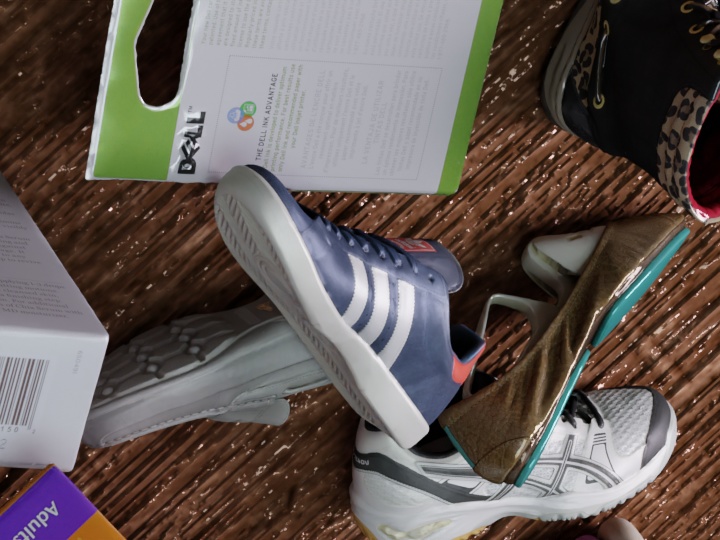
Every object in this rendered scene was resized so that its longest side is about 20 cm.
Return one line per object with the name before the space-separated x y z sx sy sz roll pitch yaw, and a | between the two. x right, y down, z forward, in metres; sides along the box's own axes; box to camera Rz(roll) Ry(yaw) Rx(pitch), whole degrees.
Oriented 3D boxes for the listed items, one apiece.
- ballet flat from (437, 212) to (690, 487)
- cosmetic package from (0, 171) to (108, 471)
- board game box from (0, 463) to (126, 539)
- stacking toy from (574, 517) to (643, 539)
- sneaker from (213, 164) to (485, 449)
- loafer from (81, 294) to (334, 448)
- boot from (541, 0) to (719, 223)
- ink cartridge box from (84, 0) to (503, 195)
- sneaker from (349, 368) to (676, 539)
ballet flat | 0.106 0.027 1.339 0.200 0.072 0.068 -54 173 -23
cosmetic package | -0.198 0.011 1.114 0.101 0.200 0.072 6 114 -28
board game box | -0.150 0.237 1.095 0.200 0.200 0.200 -44 89 -16
stacking toy | 0.083 0.220 1.444 0.199 0.085 0.086 -22 124 -7
sneaker | 0.000 0.000 1.220 0.084 0.075 0.200 -44 135 -10
loafer | -0.059 0.054 1.285 0.199 0.070 0.070 -21 115 -14
boot | 0.176 -0.133 1.241 0.073 0.151 0.201 17 109 -31
ink cartridge box | -0.038 -0.121 1.195 0.199 0.076 0.149 1 117 -24
sneaker | 0.089 0.093 1.373 0.199 0.076 0.088 -16 123 -17
